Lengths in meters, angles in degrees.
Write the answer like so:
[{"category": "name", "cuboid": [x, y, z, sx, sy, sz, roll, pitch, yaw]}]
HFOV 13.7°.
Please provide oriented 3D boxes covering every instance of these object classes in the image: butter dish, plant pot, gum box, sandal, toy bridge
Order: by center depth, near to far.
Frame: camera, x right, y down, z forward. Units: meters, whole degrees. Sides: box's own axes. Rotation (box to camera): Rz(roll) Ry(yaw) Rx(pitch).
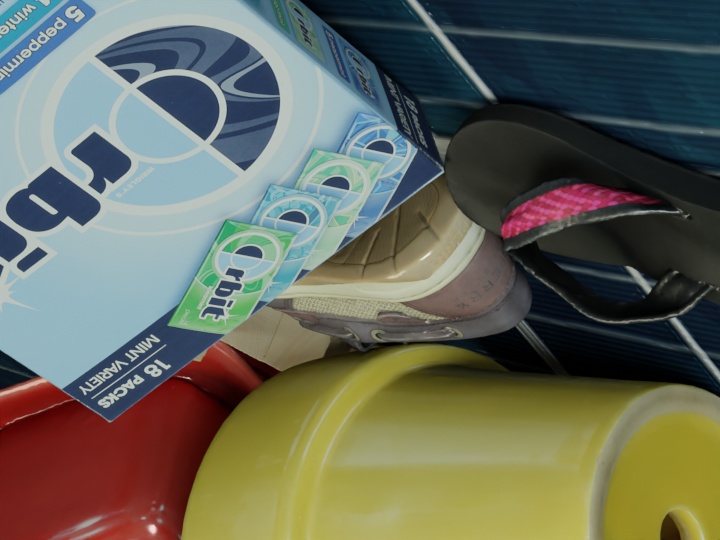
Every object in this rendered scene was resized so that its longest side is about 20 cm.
[{"category": "sandal", "cuboid": [0.090, -0.010, 1.035, 0.200, 0.045, 0.075, 19, 154, 49]}, {"category": "gum box", "cuboid": [-0.097, -0.048, 1.071, 0.200, 0.170, 0.045, 38, -157, -41]}, {"category": "plant pot", "cuboid": [0.062, 0.120, 1.191, 0.189, 0.201, 0.201, -14, 127, 43]}, {"category": "toy bridge", "cuboid": [-0.035, 0.029, 1.291, 0.067, 0.027, 0.200, 27, -175, 39]}, {"category": "butter dish", "cuboid": [-0.104, 0.151, 1.361, 0.199, 0.148, 0.200, -18, 127, 29]}]

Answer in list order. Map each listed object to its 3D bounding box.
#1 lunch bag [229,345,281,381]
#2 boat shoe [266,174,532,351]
[{"category": "lunch bag", "cuboid": [-0.057, 0.047, 1.431, 0.176, 0.082, 0.200, 15, 150, 54]}, {"category": "boat shoe", "cuboid": [0.000, 0.000, 1.212, 0.065, 0.072, 0.200, 47, 159, -21]}]
